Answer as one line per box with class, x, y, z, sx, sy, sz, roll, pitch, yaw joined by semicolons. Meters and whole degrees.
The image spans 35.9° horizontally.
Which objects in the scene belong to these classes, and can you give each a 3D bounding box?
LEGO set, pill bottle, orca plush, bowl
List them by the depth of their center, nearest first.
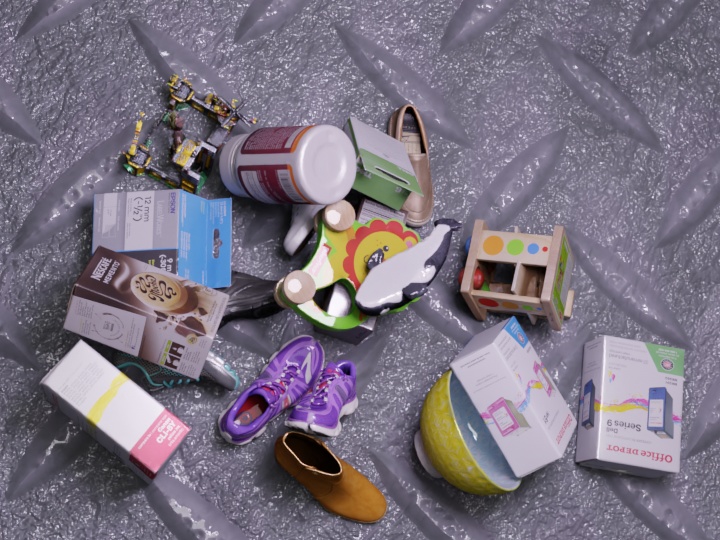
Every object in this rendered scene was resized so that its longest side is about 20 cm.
orca plush;0.069;0.005;1.609;0.105;0.071;0.200;19;56;24
pill bottle;-0.111;-0.154;1.630;0.114;0.199;0.115;-5;97;-43
bowl;0.146;0.254;1.665;0.107;0.200;0.201;-30;81;24
LEGO set;-0.268;-0.213;1.704;0.153;0.116;0.200;37;70;-1

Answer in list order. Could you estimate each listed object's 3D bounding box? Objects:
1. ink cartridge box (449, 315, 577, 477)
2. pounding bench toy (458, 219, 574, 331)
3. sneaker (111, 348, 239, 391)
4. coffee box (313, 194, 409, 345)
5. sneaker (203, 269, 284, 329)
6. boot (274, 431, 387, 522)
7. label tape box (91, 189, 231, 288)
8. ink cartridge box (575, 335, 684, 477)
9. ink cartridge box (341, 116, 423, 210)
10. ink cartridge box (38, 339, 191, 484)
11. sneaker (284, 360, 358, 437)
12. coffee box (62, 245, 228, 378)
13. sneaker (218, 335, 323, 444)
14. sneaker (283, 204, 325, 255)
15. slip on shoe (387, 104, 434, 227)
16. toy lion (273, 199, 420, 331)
ink cartridge box;0.235;0.189;1.677;0.084;0.144;0.201;-29;93;25
pounding bench toy;0.249;0.021;1.764;0.155;0.200;0.125;6;68;22
sneaker;-0.276;0.142;1.638;0.199;0.078;0.092;25;80;3
coffee box;0.000;0.000;1.711;0.079;0.113;0.201;19;71;-7
sneaker;-0.184;0.032;1.684;0.199;0.076;0.091;-13;72;-18
boot;-0.038;0.301;1.604;0.201;0.144;0.071;32;72;-3
label tape box;-0.295;-0.044;1.650;0.199;0.066;0.144;-4;75;9
ink cartridge box;0.428;0.217;1.763;0.144;0.088;0.201;11;75;-10
ink cartridge box;0.024;-0.153;1.688;0.103;0.200;0.059;25;113;-20
ink cartridge box;-0.343;0.200;1.561;0.200;0.145;0.084;39;70;0
sneaker;-0.054;0.180;1.612;0.080;0.200;0.084;11;106;11
coffee box;-0.297;0.057;1.552;0.199;0.080;0.113;21;30;-6
sneaker;-0.124;0.178;1.642;0.081;0.083;0.200;42;70;1
sneaker;-0.088;-0.113;1.748;0.084;0.073;0.201;28;60;-1
slip on shoe;0.083;-0.172;1.803;0.076;0.061;0.201;2;75;-12
toy lion;-0.002;0.004;1.623;0.191;0.069;0.201;33;70;-11
